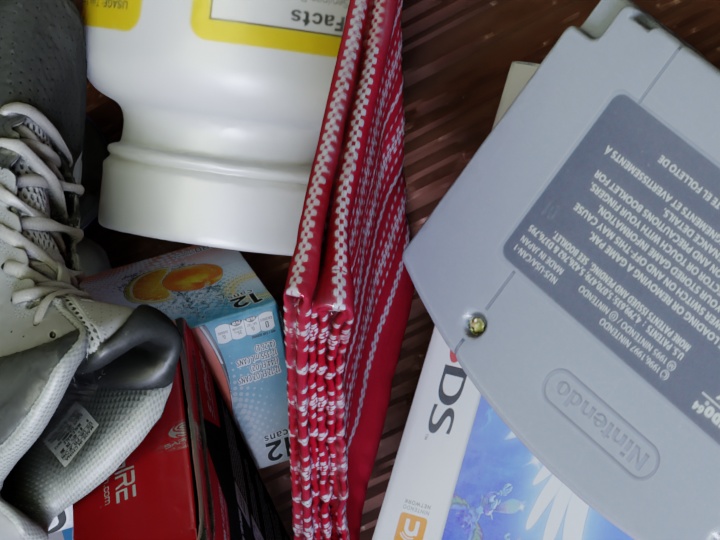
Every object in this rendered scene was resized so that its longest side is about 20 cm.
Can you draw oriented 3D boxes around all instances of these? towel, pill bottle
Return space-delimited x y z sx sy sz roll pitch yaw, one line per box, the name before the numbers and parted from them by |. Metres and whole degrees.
towel | 0.000 0.000 0.880 0.022 0.200 0.145 8 60 5
pill bottle | -0.039 -0.110 0.943 0.111 0.111 0.201 9 94 17

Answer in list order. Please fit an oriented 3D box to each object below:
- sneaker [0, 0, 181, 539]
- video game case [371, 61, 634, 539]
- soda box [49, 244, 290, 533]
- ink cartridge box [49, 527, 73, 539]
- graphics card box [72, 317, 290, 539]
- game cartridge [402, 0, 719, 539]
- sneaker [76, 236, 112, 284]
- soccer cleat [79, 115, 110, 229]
sneaker | -0.094 -0.002 0.866 0.115 0.075 0.201 -1 72 41
video game case | 0.115 0.036 0.892 0.199 0.045 0.182 13 84 35
soda box | -0.123 0.053 0.956 0.199 0.068 0.064 -17 116 -12
ink cartridge box | -0.142 0.162 0.942 0.067 0.200 0.116 -7 109 18
graphics card box | -0.040 0.132 0.911 0.051 0.126 0.201 -21 124 5
game cartridge | 0.108 0.016 0.854 0.200 0.041 0.134 43 104 34
sneaker | -0.181 0.039 1.032 0.199 0.078 0.078 -19 117 13
soccer cleat | -0.184 -0.011 0.977 0.199 0.084 0.065 -18 98 -11
